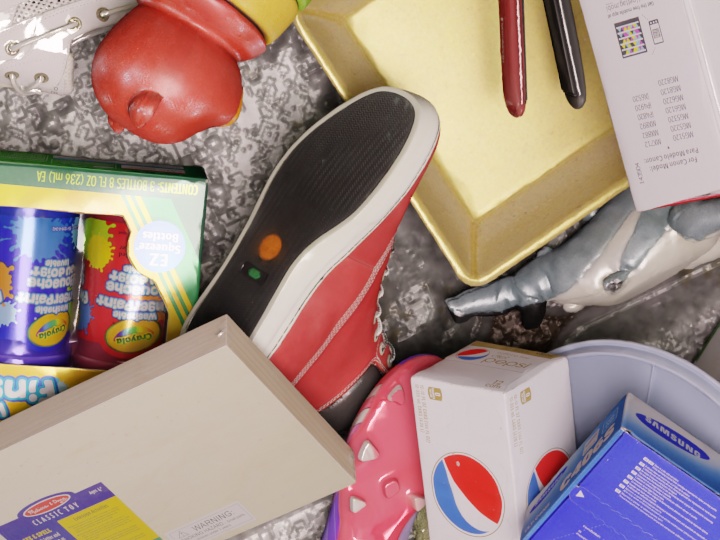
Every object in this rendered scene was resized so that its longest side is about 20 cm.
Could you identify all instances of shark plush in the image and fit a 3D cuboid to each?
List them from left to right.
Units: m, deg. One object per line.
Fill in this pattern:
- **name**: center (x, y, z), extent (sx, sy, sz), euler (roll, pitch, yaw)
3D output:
- **shark plush**: center (0.145, -0.021, 1.235), extent (0.200, 0.091, 0.083), euler (-32, 76, 12)

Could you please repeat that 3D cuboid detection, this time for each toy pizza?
- **toy pizza**: center (0.159, 0.131, 1.170), extent (0.200, 0.032, 0.201), euler (15, 117, 32)

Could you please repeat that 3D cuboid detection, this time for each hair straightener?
- **hair straightener**: center (0.112, -0.189, 1.160), extent (0.077, 0.041, 0.201), euler (-6, 94, -7)

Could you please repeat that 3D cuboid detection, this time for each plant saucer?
- **plant saucer**: center (0.089, -0.126, 1.204), extent (0.200, 0.048, 0.200), euler (-34, 100, -2)

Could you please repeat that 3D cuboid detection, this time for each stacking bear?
- **stacking bear**: center (-0.073, -0.159, 1.114), extent (0.114, 0.121, 0.200), euler (32, 79, -23)

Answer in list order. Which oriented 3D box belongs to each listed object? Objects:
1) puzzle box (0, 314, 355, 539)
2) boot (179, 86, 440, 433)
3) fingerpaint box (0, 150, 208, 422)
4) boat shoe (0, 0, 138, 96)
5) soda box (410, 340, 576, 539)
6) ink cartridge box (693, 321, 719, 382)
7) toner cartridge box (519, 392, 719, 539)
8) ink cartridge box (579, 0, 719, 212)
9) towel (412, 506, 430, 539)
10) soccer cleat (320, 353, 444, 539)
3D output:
- **puzzle box**: center (-0.120, 0.109, 1.145), extent (0.200, 0.025, 0.133), euler (-25, 131, 19)
- **boot**: center (0.000, 0.000, 1.183), extent (0.200, 0.072, 0.144), euler (-54, 139, 3)
- **fingerpaint box**: center (-0.193, 0.018, 1.173), extent (0.199, 0.073, 0.167), euler (5, 98, -8)
- **boat shoe**: center (-0.182, -0.128, 1.156), extent (0.200, 0.071, 0.069), euler (-29, 99, -4)
- **soda box**: center (0.083, 0.145, 1.169), extent (0.064, 0.068, 0.201), euler (-27, 116, -45)
- **ink cartridge box**: center (0.292, 0.107, 1.228), extent (0.200, 0.083, 0.147), euler (36, 76, -11)
- **toner cartridge box**: center (0.193, 0.160, 1.093), extent (0.200, 0.043, 0.095), euler (35, 116, -5)
- **ink cartridge box**: center (0.236, -0.102, 1.156), extent (0.200, 0.084, 0.176), euler (-18, 95, -36)
- **towel**: center (0.100, 0.167, 1.252), extent (0.148, 0.036, 0.201), euler (0, 98, -7)
- **soccer cleat**: center (0.005, 0.141, 1.214), extent (0.067, 0.076, 0.201), euler (13, 96, -19)
